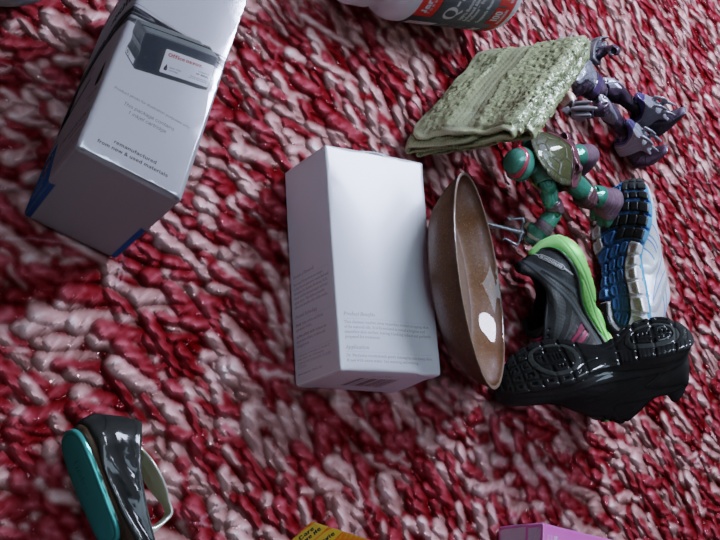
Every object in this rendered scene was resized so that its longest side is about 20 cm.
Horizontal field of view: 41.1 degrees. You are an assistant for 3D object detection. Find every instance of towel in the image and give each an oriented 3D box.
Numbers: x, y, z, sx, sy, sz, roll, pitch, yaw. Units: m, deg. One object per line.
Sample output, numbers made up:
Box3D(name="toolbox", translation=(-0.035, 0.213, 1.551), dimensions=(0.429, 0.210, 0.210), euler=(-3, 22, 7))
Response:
Box3D(name="towel", translation=(0.142, -0.179, 0.968), dimensions=(0.200, 0.147, 0.037), euler=(-49, 124, -39))

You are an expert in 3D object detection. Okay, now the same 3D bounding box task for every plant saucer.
Box3D(name="plant saucer", translation=(0.098, 0.011, 0.900), dimensions=(0.200, 0.036, 0.204), euler=(-9, 90, -74))

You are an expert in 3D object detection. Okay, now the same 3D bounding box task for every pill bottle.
Box3D(name="pill bottle", translation=(0.068, -0.313, 0.985), dimensions=(0.197, 0.115, 0.118), euler=(-5, 77, -35))

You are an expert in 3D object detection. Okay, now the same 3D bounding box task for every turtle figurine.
Box3D(name="turtle figurine", translation=(0.194, -0.101, 1.020), dimensions=(0.198, 0.100, 0.153), euler=(3, 73, -40))

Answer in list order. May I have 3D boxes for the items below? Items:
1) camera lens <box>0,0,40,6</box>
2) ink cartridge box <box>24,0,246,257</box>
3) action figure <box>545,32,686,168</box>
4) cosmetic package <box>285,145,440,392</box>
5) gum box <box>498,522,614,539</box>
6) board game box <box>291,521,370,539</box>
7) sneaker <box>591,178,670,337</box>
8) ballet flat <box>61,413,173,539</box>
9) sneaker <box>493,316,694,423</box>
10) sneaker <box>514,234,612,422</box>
Box3D(name="camera lens", translation=(-0.258, -0.304, 0.701), dimensions=(0.158, 0.199, 0.163), euler=(12, 68, -31))
Box3D(name="ink cartridge box", translation=(-0.171, -0.133, 0.741), dimensions=(0.083, 0.144, 0.203), euler=(26, 61, -24))
Box3D(name="action figure", translation=(0.288, -0.211, 1.137), dimensions=(0.198, 0.069, 0.132), euler=(31, 64, -19))
Box3D(name="cosmetic package", translation=(0.000, 0.000, 0.858), dimensions=(0.111, 0.081, 0.204), euler=(8, 69, -33))
Box3D(name="gum box", translation=(0.185, 0.345, 0.880), dimensions=(0.112, 0.066, 0.204), euler=(19, 65, -27))
Box3D(name="board game box", translation=(-0.005, 0.328, 0.640), dimensions=(0.199, 0.198, 0.203), euler=(-34, 113, -37))
Box3D(name="sneaker", translation=(0.316, -0.003, 1.093), dimensions=(0.086, 0.074, 0.204), euler=(16, 73, -38))
Box3D(name="ballet flat", translation=(-0.159, 0.200, 0.692), dimensions=(0.068, 0.067, 0.204), euler=(-6, 79, -44))
Box3D(name="sneaker", translation=(0.230, 0.113, 0.941), dimensions=(0.076, 0.196, 0.092), euler=(-85, 162, -59))
Box3D(name="sneaker", translation=(0.214, 0.065, 1.002), dimensions=(0.083, 0.077, 0.203), euler=(-22, 95, -3))
